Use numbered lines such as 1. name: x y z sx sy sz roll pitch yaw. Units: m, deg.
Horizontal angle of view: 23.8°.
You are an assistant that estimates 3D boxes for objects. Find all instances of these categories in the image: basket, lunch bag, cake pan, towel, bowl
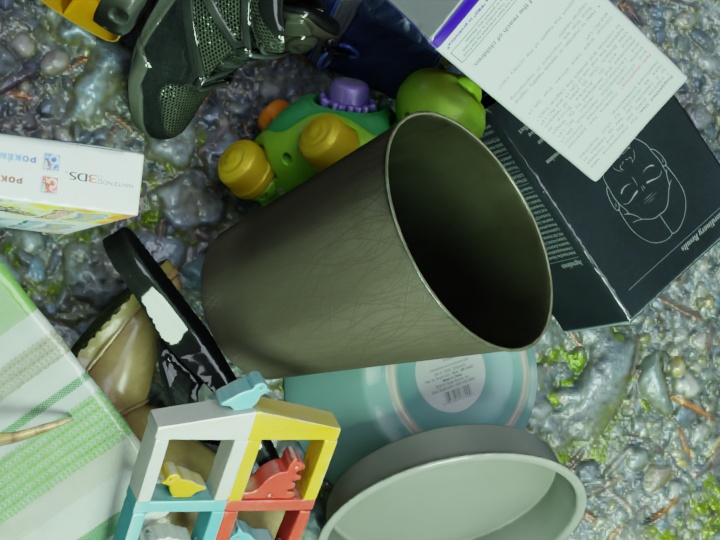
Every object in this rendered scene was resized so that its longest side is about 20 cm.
1. basket: 0.000 0.000 1.151 0.180 0.199 0.137 46 46 -28
2. lunch bag: 0.019 -0.230 1.271 0.132 0.136 0.201 27 68 -4
3. cake pan: 0.063 0.173 1.232 0.199 0.201 0.037 5 50 -23
4. towel: -0.231 0.109 1.147 0.149 0.031 0.201 -33 98 17
5. bowl: 0.053 0.080 1.273 0.199 0.105 0.203 3 83 -24

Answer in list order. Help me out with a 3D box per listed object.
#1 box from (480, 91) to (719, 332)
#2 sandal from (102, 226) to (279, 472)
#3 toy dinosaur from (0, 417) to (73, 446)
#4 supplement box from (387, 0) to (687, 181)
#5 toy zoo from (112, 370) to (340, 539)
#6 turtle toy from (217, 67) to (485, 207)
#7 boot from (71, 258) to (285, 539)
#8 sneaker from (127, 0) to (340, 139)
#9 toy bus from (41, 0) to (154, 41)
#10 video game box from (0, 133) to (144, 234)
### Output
1. box: 0.181 -0.077 1.343 0.148 0.107 0.201 -38 98 -22
2. sandal: -0.120 0.063 1.155 0.048 0.075 0.201 -34 100 2
3. toy dinosaur: -0.302 0.091 1.108 0.199 0.060 0.107 34 108 0
4. supplement box: 0.115 -0.164 1.160 0.200 0.101 0.104 32 102 -40
5. toy zoo: -0.092 0.152 1.127 0.130 0.021 0.201 4 123 -28
6. turtle toy: 0.002 -0.084 1.234 0.146 0.199 0.102 41 47 -40
7. boot: -0.127 0.118 1.216 0.200 0.066 0.175 42 82 -13
8. sneaker: -0.090 -0.157 1.193 0.114 0.200 0.076 40 27 17
9. toy bus: -0.156 -0.284 1.174 0.135 0.200 0.192 37 65 -4
10. video game box: -0.253 -0.059 1.106 0.181 0.200 0.047 4 86 -22
